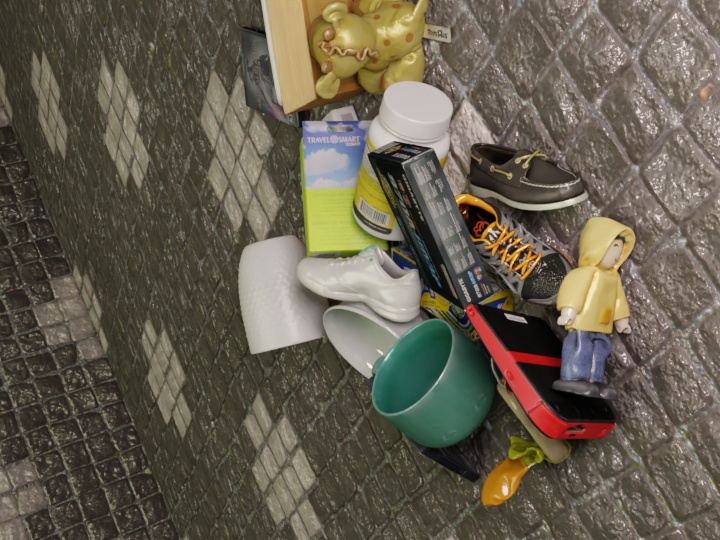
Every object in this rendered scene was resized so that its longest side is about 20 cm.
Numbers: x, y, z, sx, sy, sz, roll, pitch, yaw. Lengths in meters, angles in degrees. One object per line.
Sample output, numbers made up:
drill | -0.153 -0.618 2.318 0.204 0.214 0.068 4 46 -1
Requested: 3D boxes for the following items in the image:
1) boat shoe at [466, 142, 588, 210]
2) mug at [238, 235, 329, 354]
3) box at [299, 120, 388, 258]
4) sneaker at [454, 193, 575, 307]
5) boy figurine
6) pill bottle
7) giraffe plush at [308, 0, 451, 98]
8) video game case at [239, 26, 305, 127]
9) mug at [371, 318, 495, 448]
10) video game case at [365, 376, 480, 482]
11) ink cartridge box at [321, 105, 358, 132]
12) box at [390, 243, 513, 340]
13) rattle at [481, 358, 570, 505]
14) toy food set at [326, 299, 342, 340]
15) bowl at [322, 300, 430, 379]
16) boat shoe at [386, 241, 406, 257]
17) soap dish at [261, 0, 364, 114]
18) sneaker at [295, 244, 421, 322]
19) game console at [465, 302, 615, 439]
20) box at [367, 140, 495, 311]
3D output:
boat shoe | 0.194 -0.116 1.185 0.201 0.071 0.061 21 126 59
mug | -0.131 0.037 1.678 0.200 0.146 0.177 22 -126 -87
box | -0.027 -0.122 1.477 0.048 0.121 0.202 126 141 -74
sneaker | 0.180 -0.025 1.207 0.200 0.077 0.078 39 93 28
boy figurine | 0.267 0.042 1.104 0.064 0.124 0.202 5 81 50
pill bottle | 0.059 -0.150 1.361 0.115 0.113 0.201 52 144 34
giraffe plush | 0.001 -0.305 1.334 0.199 0.161 0.174 3 107 60
video game case | -0.156 -0.341 1.726 0.200 0.019 0.144 30 129 51
mug | 0.103 0.151 1.329 0.152 0.114 0.185 -45 24 13
video game case | 0.094 0.237 1.457 0.143 0.019 0.200 50 -173 36
ink cartridge box | -0.042 -0.152 1.609 0.200 0.050 0.162 -34 74 58
box | 0.123 0.022 1.380 0.200 0.070 0.065 33 131 50
rattle | 0.171 0.194 1.247 0.200 0.142 0.131 47 -158 -49
toy food set | -0.045 0.038 1.702 0.200 0.048 0.199 48 145 36
bowl | 0.047 0.096 1.495 0.200 0.091 0.202 32 154 18
boat shoe | 0.027 0.003 1.541 0.072 0.067 0.201 51 143 34
soap dish | -0.061 -0.342 1.445 0.081 0.157 0.202 4 109 42
sneaker | 0.000 0.000 1.406 0.198 0.075 0.089 18 119 23
game console | 0.214 0.120 1.162 0.031 0.199 0.177 -45 60 20
box | 0.086 -0.060 1.231 0.201 0.046 0.159 65 171 -16
